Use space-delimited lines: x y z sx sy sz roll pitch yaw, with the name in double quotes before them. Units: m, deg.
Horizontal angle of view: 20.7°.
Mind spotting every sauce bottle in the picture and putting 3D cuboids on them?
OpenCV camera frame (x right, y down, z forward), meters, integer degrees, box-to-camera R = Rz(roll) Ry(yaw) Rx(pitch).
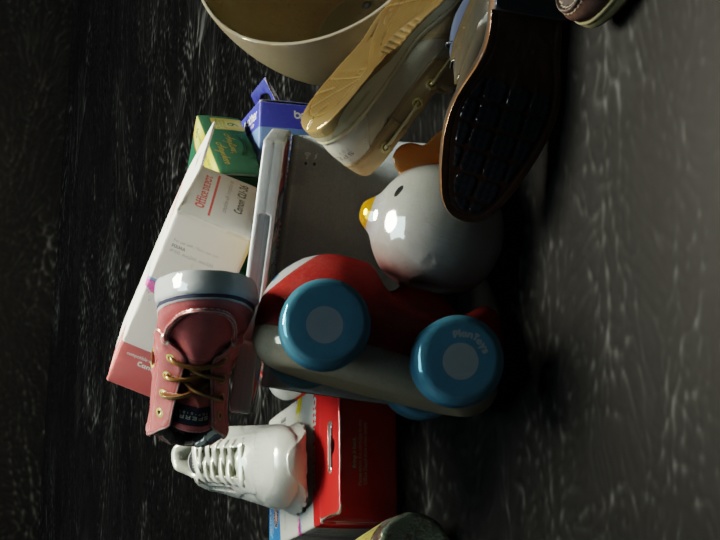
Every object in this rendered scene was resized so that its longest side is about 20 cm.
"sauce bottle" 0.011 0.235 1.517 0.200 0.064 0.065 132 140 -65

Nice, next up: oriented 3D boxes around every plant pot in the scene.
"plant pot" -0.013 -0.221 1.553 0.135 0.200 0.201 56 -159 -53

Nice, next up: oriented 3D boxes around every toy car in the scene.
"toy car" 0.029 -0.009 1.380 0.184 0.176 0.201 129 156 -80

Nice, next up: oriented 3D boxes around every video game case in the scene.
"video game case" -0.075 -0.003 1.488 0.143 0.017 0.201 -91 9 -82

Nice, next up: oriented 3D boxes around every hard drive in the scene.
"hard drive" 0.000 0.000 1.514 0.139 0.033 0.201 6 88 29

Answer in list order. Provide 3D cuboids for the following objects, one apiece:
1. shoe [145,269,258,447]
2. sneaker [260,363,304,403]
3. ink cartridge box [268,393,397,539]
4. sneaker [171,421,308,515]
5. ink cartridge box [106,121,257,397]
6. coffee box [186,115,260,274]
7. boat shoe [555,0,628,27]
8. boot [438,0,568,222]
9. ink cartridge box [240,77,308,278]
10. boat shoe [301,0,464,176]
"shoe" -0.112 0.065 1.373 0.200 0.071 0.091 119 153 -72
"sneaker" -0.078 0.059 1.664 0.201 0.108 0.067 134 138 -64
"ink cartridge box" -0.019 0.161 1.621 0.200 0.067 0.117 141 131 -66
"sneaker" -0.097 0.161 1.624 0.200 0.080 0.077 161 114 -69
"ink cartridge box" -0.132 -0.007 1.577 0.117 0.067 0.200 -88 21 -67
"coffee box" -0.130 -0.021 1.708 0.123 0.044 0.201 -114 33 -57
"boat shoe" 0.147 -0.234 1.183 0.200 0.072 0.072 113 155 -46
"boot" 0.095 -0.134 1.348 0.097 0.074 0.201 -126 53 -78
"ink cartridge box" -0.073 -0.066 1.741 0.136 0.076 0.201 144 130 -68
"boat shoe" 0.042 -0.151 1.416 0.200 0.069 0.074 -48 27 -13
